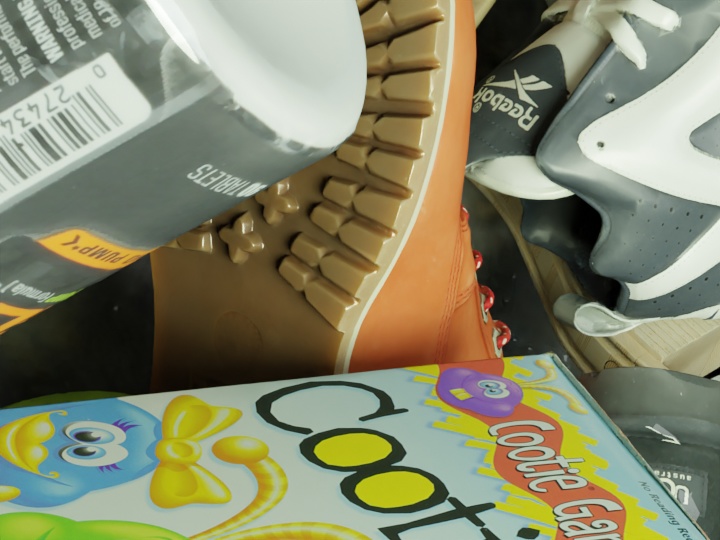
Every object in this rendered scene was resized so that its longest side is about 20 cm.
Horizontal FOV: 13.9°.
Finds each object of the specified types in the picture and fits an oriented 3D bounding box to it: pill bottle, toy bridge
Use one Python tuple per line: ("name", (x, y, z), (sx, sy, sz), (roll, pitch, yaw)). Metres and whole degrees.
("pill bottle", (-0.106, -0.030, 0.635), (0.106, 0.200, 0.106), (47, 27, -33))
("toy bridge", (0.096, 0.019, 0.867), (0.067, 0.200, 0.027), (-26, 149, -41))

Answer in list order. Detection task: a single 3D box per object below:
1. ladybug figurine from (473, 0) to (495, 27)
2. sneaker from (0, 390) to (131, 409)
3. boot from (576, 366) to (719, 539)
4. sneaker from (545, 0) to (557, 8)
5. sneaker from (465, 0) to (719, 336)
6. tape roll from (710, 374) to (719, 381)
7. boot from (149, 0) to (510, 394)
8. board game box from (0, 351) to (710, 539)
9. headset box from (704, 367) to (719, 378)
("ladybug figurine", (0.022, -0.139, 0.826), (0.200, 0.072, 0.136), (-60, 165, -22))
("sneaker", (-0.112, 0.100, 0.727), (0.200, 0.076, 0.105), (-17, 105, -44))
("boot", (0.055, 0.141, 0.790), (0.065, 0.165, 0.201), (7, 74, -1))
("sneaker", (0.097, -0.135, 0.907), (0.079, 0.078, 0.201), (9, 74, -32))
("sneaker", (0.073, -0.073, 0.818), (0.129, 0.079, 0.200), (-18, 112, -17))
("tape roll", (0.136, 0.124, 0.882), (0.203, 0.202, 0.071), (-55, 144, -27))
("boot", (0.000, 0.000, 0.742), (0.107, 0.075, 0.201), (-13, 121, -52))
("board game box", (-0.034, 0.094, 0.641), (0.199, 0.103, 0.105), (-5, 119, -21))
("headset box", (0.203, 0.044, 0.984), (0.075, 0.148, 0.200), (-52, 126, -29))
